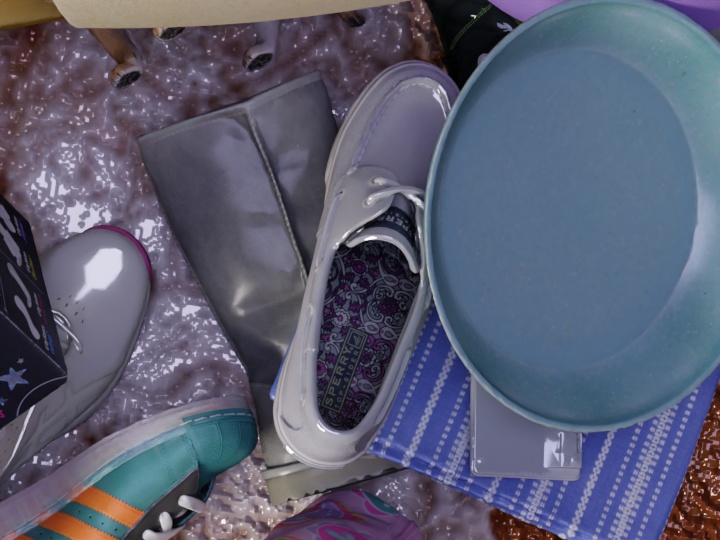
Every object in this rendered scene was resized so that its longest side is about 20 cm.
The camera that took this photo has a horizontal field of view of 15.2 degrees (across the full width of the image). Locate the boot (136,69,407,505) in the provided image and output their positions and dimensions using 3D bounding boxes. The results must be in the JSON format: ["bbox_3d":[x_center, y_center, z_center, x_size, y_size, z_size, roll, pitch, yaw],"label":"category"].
[{"bbox_3d":[0.001,-0.001,1.330,0.181,0.073,0.201,-15,85,-5],"label":"boot"}]

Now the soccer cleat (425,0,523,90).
[{"bbox_3d":[0.071,-0.067,1.328,0.081,0.068,0.200,-32,95,-3],"label":"soccer cleat"}]

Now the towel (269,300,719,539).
[{"bbox_3d":[0.071,0.042,1.291,0.200,0.024,0.145,24,74,-7],"label":"towel"}]

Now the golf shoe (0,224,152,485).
[{"bbox_3d":[-0.171,0.062,1.302,0.075,0.092,0.200,39,87,-2],"label":"golf shoe"}]

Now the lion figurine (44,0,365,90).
[{"bbox_3d":[-0.093,-0.157,1.300,0.072,0.200,0.123,-46,64,36],"label":"lion figurine"}]

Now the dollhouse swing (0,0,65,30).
[{"bbox_3d":[-0.245,-0.185,1.322,0.181,0.176,0.201,-13,92,38],"label":"dollhouse swing"}]

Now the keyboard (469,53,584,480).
[{"bbox_3d":[0.080,-0.002,1.277,0.056,0.011,0.201,3,82,-14],"label":"keyboard"}]

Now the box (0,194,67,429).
[{"bbox_3d":[-0.254,0.035,1.241,0.200,0.132,0.115,-35,128,9],"label":"box"}]

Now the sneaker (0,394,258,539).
[{"bbox_3d":[-0.128,0.135,1.299,0.200,0.071,0.080,-31,76,3],"label":"sneaker"}]

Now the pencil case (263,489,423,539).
[{"bbox_3d":[-0.021,0.159,1.257,0.087,0.200,0.088,1,95,13],"label":"pencil case"}]

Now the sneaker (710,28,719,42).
[{"bbox_3d":[0.185,-0.165,1.340,0.200,0.074,0.116,22,69,7],"label":"sneaker"}]

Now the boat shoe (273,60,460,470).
[{"bbox_3d":[0.008,-0.009,1.239,0.072,0.069,0.200,25,73,-7],"label":"boat shoe"}]

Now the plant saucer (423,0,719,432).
[{"bbox_3d":[0.104,-0.027,1.244,0.200,0.036,0.201,-4,98,-31],"label":"plant saucer"}]

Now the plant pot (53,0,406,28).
[{"bbox_3d":[-0.048,-0.182,1.168,0.199,0.187,0.188,-20,92,5],"label":"plant pot"}]

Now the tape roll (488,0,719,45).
[{"bbox_3d":[0.128,-0.208,1.287,0.199,0.066,0.201,-2,62,5],"label":"tape roll"}]
